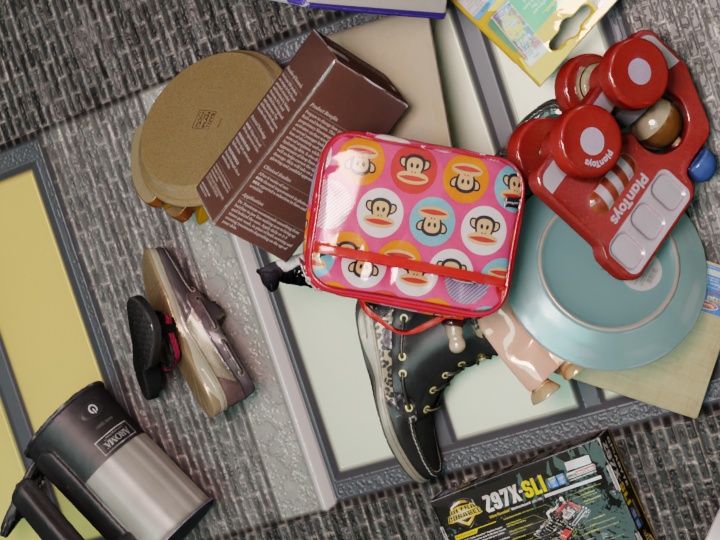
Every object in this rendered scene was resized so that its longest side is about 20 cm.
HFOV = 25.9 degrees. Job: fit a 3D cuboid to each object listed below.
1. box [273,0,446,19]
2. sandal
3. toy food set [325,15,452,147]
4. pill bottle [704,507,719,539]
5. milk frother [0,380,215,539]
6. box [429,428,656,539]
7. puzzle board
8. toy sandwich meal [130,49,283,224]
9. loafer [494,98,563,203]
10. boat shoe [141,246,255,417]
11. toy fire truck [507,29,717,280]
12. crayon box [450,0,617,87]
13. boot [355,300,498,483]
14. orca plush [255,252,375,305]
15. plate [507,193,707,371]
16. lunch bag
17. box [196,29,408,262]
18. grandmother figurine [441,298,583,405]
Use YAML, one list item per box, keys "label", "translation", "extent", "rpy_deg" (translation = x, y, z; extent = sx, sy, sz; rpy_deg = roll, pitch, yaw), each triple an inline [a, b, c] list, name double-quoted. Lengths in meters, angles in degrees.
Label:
- label: "box"
  translation: [-0.042, -0.305, 1.476]
  extent: [0.199, 0.183, 0.106]
  rpy_deg: [19, 107, 46]
- label: "sandal"
  translation: [-0.217, 0.078, 1.664]
  extent: [0.045, 0.200, 0.076]
  rpy_deg: [-16, 69, -14]
- label: "toy food set"
  translation: [0.028, -0.156, 1.562]
  extent: [0.142, 0.060, 0.202]
  rpy_deg: [-13, 82, 25]
- label: "pill bottle"
  translation: [0.414, 0.308, 1.481]
  extent: [0.199, 0.113, 0.114]
  rpy_deg: [26, 107, 15]
- label: "milk frother"
  translation: [-0.294, 0.262, 1.743]
  extent: [0.188, 0.180, 0.200]
  rpy_deg: [45, 154, 9]
- label: "box"
  translation: [0.191, 0.271, 1.594]
  extent: [0.199, 0.049, 0.161]
  rpy_deg: [-25, 87, 22]
- label: "puzzle board"
  translation: [0.256, 0.043, 1.530]
  extent: [0.198, 0.017, 0.152]
  rpy_deg: [18, 99, 6]
- label: "toy sandwich meal"
  translation: [-0.148, -0.135, 1.622]
  extent: [0.204, 0.070, 0.207]
  rpy_deg: [-15, 56, 23]
- label: "loafer"
  translation: [0.148, -0.079, 1.542]
  extent: [0.072, 0.063, 0.201]
  rpy_deg: [38, 110, 13]
- label: "boat shoe"
  translation: [-0.176, 0.060, 1.687]
  extent: [0.201, 0.064, 0.072]
  rpy_deg: [62, 155, 20]
- label: "toy fire truck"
  translation: [0.248, -0.113, 1.464]
  extent: [0.168, 0.112, 0.201]
  rpy_deg: [42, 74, -15]
- label: "crayon box"
  translation: [0.149, -0.292, 1.513]
  extent: [0.200, 0.052, 0.126]
  rpy_deg: [46, 111, 9]
- label: "boot"
  translation: [0.090, 0.107, 1.592]
  extent: [0.152, 0.073, 0.205]
  rpy_deg: [-15, 95, 19]
- label: "orca plush"
  translation: [0.000, 0.000, 1.567]
  extent: [0.105, 0.198, 0.072]
  rpy_deg: [-36, 72, 63]
- label: "plate"
  translation: [0.234, -0.005, 1.485]
  extent: [0.198, 0.026, 0.202]
  rpy_deg: [1, 71, -2]
- label: "lunch bag"
  translation: [0.045, -0.030, 1.447]
  extent: [0.198, 0.082, 0.178]
  rpy_deg: [10, 91, -5]
- label: "box"
  translation: [-0.058, -0.118, 1.504]
  extent: [0.200, 0.100, 0.075]
  rpy_deg: [-50, 38, 16]
- label: "grandmother figurine"
  translation: [0.129, 0.033, 1.514]
  extent: [0.121, 0.061, 0.201]
  rpy_deg: [-36, 88, -17]
